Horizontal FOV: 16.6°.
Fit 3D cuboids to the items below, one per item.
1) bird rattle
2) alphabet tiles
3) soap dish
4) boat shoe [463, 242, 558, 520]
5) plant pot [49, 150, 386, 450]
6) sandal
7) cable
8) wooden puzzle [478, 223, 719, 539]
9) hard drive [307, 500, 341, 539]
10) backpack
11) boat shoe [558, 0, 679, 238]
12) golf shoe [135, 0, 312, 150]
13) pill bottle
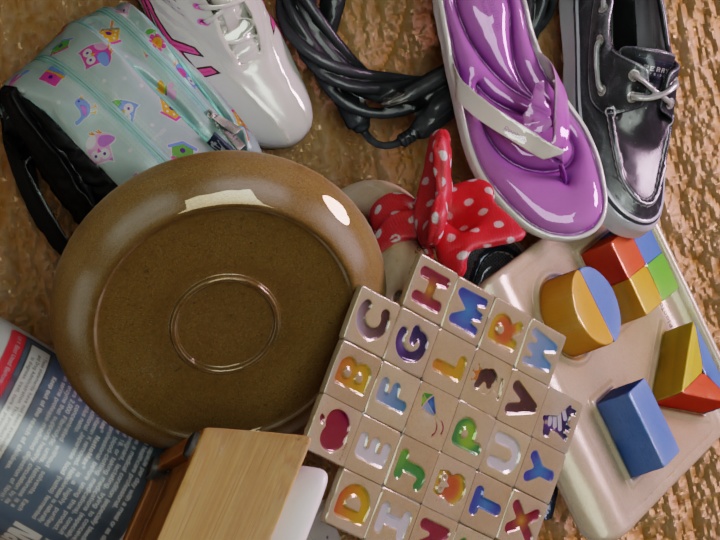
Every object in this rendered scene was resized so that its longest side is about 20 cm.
[{"bbox_3d":[0.000,0.000,1.537,0.112,0.163,0.201,18,93,-35],"label":"bird rattle"},{"bbox_3d":[0.052,0.092,1.467,0.199,0.006,0.167,29,78,-37],"label":"alphabet tiles"},{"bbox_3d":[-0.101,0.186,1.388,0.081,0.157,0.201,26,74,-11],"label":"soap dish"},{"bbox_3d":[0.098,0.073,1.599,0.074,0.093,0.202,-2,89,-16],"label":"boat shoe"},{"bbox_3d":[-0.080,0.027,1.425,0.198,0.028,0.201,-5,120,-9],"label":"plant pot"},{"bbox_3d":[0.097,-0.113,1.564,0.082,0.050,0.204,-23,83,-13],"label":"sandal"},{"bbox_3d":[0.039,-0.185,1.619,0.200,0.051,0.163,-40,91,-17],"label":"cable"},{"bbox_3d":[0.173,0.054,1.600,0.200,0.046,0.186,-33,99,-48],"label":"wooden puzzle"},{"bbox_3d":[-0.086,0.230,1.526,0.026,0.132,0.200,35,78,15],"label":"hard drive"},{"bbox_3d":[-0.131,-0.062,1.519,0.127,0.167,0.200,-42,89,-22],"label":"backpack"},{"bbox_3d":[0.177,-0.124,1.613,0.071,0.068,0.202,10,68,-32],"label":"boat shoe"},{"bbox_3d":[-0.097,-0.159,1.553,0.073,0.092,0.200,-40,100,-13],"label":"golf shoe"},{"bbox_3d":[-0.170,0.126,1.509,0.199,0.120,0.120,31,81,-12],"label":"pill bottle"}]
